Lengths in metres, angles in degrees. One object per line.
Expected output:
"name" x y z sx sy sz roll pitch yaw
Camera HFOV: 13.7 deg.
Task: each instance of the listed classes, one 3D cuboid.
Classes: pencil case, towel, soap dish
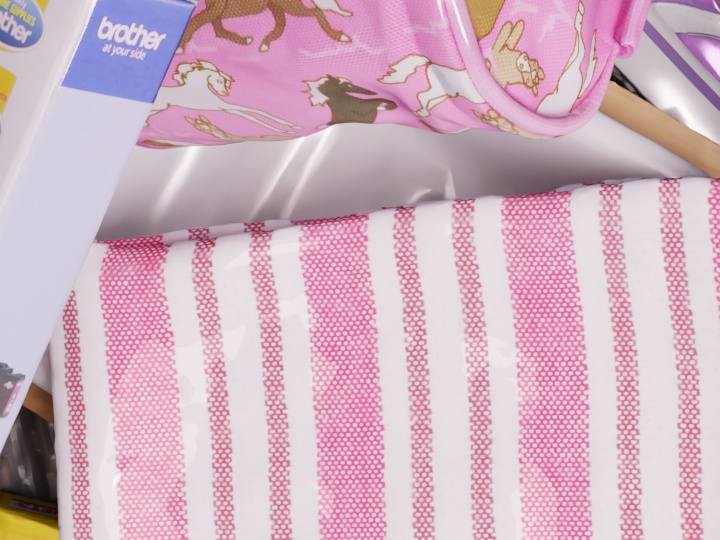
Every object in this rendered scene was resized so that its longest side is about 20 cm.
"pencil case" -0.030 -0.063 0.714 0.200 0.086 0.083 -5 103 39
"towel" 0.015 0.055 0.755 0.199 0.030 0.147 -6 85 14
"soap dish" 0.000 0.000 0.819 0.200 0.081 0.158 31 95 13

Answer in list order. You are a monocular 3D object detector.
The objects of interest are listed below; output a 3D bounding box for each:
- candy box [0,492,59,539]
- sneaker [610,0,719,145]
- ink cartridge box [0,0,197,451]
"candy box" -0.080 0.174 0.884 0.102 0.026 0.201 12 96 -5
"sneaker" 0.106 -0.094 0.839 0.114 0.073 0.200 -45 104 1
"ink cartridge box" -0.111 -0.027 0.690 0.119 0.042 0.200 33 107 36
